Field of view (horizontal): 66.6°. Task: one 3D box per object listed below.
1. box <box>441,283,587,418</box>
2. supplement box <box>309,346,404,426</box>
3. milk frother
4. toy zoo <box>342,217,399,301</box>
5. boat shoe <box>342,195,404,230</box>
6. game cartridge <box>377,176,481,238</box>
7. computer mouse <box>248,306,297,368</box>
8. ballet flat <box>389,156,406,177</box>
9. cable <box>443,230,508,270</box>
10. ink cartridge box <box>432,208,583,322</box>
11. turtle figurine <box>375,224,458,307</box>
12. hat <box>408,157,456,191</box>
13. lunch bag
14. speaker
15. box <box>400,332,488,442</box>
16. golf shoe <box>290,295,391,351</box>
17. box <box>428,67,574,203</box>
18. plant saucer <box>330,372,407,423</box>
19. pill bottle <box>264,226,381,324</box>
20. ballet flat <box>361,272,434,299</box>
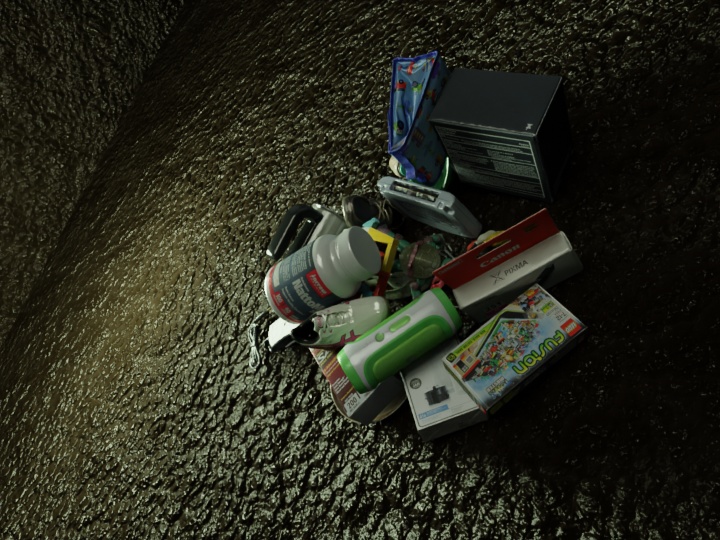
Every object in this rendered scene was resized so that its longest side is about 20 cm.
[{"bbox_3d":[0.236,0.119,0.845,0.199,0.035,0.110,-37,52,-8],"label":"box"},{"bbox_3d":[-0.012,0.170,1.010,0.109,0.061,0.200,-47,43,6],"label":"supplement box"},{"bbox_3d":[-0.079,-0.029,1.177,0.198,0.181,0.190,26,82,24],"label":"milk frother"},{"bbox_3d":[0.000,0.000,1.021,0.130,0.020,0.203,14,86,42],"label":"toy zoo"},{"bbox_3d":[0.030,-0.119,1.112,0.072,0.199,0.076,-15,82,26],"label":"boat shoe"},{"bbox_3d":[0.136,-0.121,1.063,0.199,0.133,0.041,26,80,45],"label":"game cartridge"},{"bbox_3d":[-0.178,0.125,1.241,0.200,0.046,0.141,-42,40,18],"label":"computer mouse"},{"bbox_3d":[0.130,-0.304,1.237,0.201,0.068,0.067,-51,36,-1],"label":"ballet flat"},{"bbox_3d":[0.186,-0.034,0.951,0.096,0.198,0.051,-20,86,42],"label":"cable"},{"bbox_3d":[0.236,0.001,0.868,0.198,0.173,0.044,-31,58,21],"label":"ink cartridge box"},{"bbox_3d":[0.110,-0.015,1.010,0.197,0.101,0.151,19,71,26],"label":"turtle figurine"},{"bbox_3d":[0.212,-0.239,1.157,0.166,0.173,0.203,47,137,50],"label":"hat"},{"bbox_3d":[0.114,-0.259,0.994,0.093,0.150,0.204,3,76,32],"label":"lunch bag"},{"bbox_3d":[0.063,0.112,0.881,0.198,0.089,0.089,-33,45,-3],"label":"speaker"},{"bbox_3d":[0.123,0.165,0.916,0.115,0.060,0.202,-20,53,7],"label":"box"},{"bbox_3d":[-0.035,0.096,0.948,0.198,0.091,0.074,-27,67,36],"label":"golf shoe"},{"bbox_3d":[0.255,-0.239,0.970,0.198,0.198,0.125,20,76,33],"label":"box"},{"bbox_3d":[0.030,0.189,1.029,0.198,0.032,0.203,-22,51,30],"label":"plant saucer"},{"bbox_3d":[-0.066,0.006,0.980,0.198,0.119,0.121,-30,47,31],"label":"pill bottle"},{"bbox_3d":[0.051,0.023,1.094,0.198,0.062,0.068,-15,54,33],"label":"ballet flat"}]
